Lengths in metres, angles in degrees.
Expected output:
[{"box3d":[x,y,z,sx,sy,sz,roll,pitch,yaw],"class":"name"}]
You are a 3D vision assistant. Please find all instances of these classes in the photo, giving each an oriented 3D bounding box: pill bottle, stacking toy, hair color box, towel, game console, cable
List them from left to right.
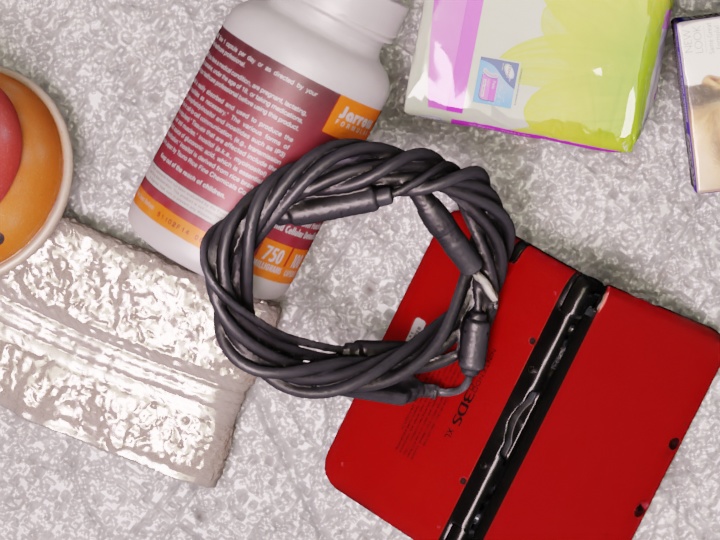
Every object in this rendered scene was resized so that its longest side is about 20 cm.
[{"box3d":[-0.269,-0.081,1.546,0.146,0.200,0.146,-3,75,13],"class":"stacking toy"},{"box3d":[-0.162,0.044,1.650,0.200,0.034,0.133,22,98,1],"class":"towel"},{"box3d":[-0.053,-0.093,1.586,0.113,0.113,0.200,28,98,0],"class":"pill bottle"},{"box3d":[0.000,0.000,1.546,0.200,0.051,0.163,13,108,-23],"class":"cable"},{"box3d":[0.103,0.088,1.647,0.172,0.119,0.200,30,99,31],"class":"game console"},{"box3d":[0.298,-0.114,1.587,0.200,0.065,0.110,-7,97,6],"class":"hair color box"}]

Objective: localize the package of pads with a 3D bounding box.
[{"box3d":[0.120,-0.181,1.587,0.154,0.068,0.200,11,98,3],"class":"package of pads"}]
